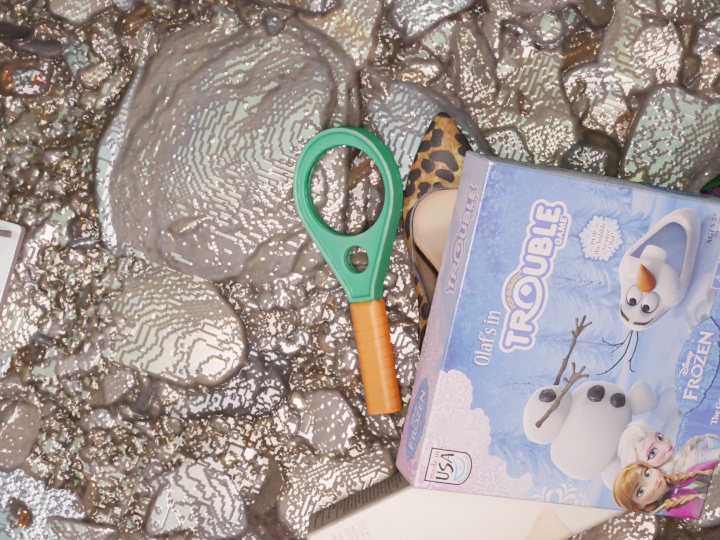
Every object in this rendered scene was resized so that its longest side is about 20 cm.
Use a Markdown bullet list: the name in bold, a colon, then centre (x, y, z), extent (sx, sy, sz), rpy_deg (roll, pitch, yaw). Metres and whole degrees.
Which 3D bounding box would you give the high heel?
- **high heel**: centre (0.064, -0.012, 0.992), extent (0.071, 0.143, 0.201), rpy_deg (-4, 88, 3)

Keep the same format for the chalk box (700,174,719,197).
- **chalk box**: centre (0.314, -0.037, 1.000), extent (0.199, 0.124, 0.125), rpy_deg (-32, 89, 1)

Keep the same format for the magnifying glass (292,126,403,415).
- **magnifying glass**: centre (0.000, 0.000, 1.044), extent (0.079, 0.022, 0.201), rpy_deg (-8, 96, 28)

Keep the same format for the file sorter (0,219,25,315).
- **file sorter**: centre (-0.331, 0.044, 1.008), extent (0.138, 0.125, 0.201), rpy_deg (16, 88, 1)

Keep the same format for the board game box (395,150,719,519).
- **board game box**: centre (0.139, 0.043, 0.913), extent (0.198, 0.043, 0.201), rpy_deg (9, 102, -17)

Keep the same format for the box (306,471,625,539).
- **box**: centre (0.069, 0.163, 1.013), extent (0.199, 0.095, 0.078), rpy_deg (-25, 89, 1)
